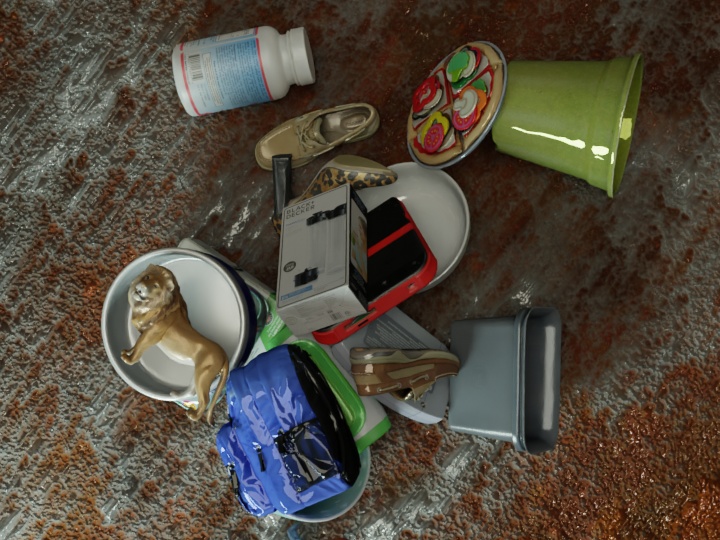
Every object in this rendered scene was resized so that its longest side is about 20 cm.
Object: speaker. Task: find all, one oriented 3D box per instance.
[{"bbox_3d":[-0.044,0.162,1.479,0.088,0.088,0.201,-38,85,3],"label":"speaker"}]

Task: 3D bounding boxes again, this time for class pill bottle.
[{"bbox_3d":[-0.172,-0.302,1.562,0.197,0.109,0.110,-10,87,6],"label":"pill bottle"}]

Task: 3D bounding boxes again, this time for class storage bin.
[{"bbox_3d":[0.206,0.151,1.502,0.133,0.145,0.203,1,88,33],"label":"storage bin"}]

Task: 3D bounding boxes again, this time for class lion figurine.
[{"bbox_3d":[-0.228,0.095,1.340,0.200,0.072,0.123,41,86,-7],"label":"lion figurine"}]

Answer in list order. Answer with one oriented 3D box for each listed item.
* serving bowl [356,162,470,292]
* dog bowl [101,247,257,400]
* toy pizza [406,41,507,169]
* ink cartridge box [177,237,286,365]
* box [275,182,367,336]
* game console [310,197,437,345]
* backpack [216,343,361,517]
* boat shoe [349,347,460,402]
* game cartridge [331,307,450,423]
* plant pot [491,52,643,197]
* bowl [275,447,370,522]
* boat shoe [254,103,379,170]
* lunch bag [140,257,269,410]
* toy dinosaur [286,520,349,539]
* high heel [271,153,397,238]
[{"bbox_3d":[0.071,-0.054,1.535,0.198,0.066,0.203,-7,70,20],"label":"serving bowl"},{"bbox_3d":[-0.242,0.071,1.409,0.197,0.079,0.203,0,88,8],"label":"dog bowl"},{"bbox_3d":[0.130,-0.241,1.499,0.032,0.200,0.202,25,91,-34],"label":"toy pizza"},{"bbox_3d":[-0.210,0.064,1.564,0.199,0.083,0.147,34,92,6],"label":"ink cartridge box"},{"bbox_3d":[-0.052,-0.017,1.448,0.116,0.060,0.201,-19,43,20],"label":"box"},{"bbox_3d":[0.000,0.000,1.464,0.199,0.177,0.031,-33,130,5],"label":"game console"},{"bbox_3d":[-0.104,0.206,1.361,0.166,0.163,0.202,-22,86,-3],"label":"backpack"},{"bbox_3d":[0.060,0.142,1.421,0.075,0.199,0.073,-6,81,47],"label":"boat shoe"},{"bbox_3d":[0.049,0.125,1.487,0.199,0.134,0.040,39,135,-20],"label":"game cartridge"},{"bbox_3d":[0.289,-0.218,1.483,0.182,0.200,0.203,12,89,18],"label":"plant pot"},{"bbox_3d":[-0.095,0.274,1.510,0.199,0.105,0.203,14,58,-23],"label":"bowl"},{"bbox_3d":[-0.068,-0.206,1.568,0.198,0.065,0.073,-17,86,6],"label":"boat shoe"},{"bbox_3d":[-0.232,0.083,1.486,0.159,0.077,0.201,30,93,8],"label":"lunch bag"},{"bbox_3d":[-0.094,0.434,1.512,0.180,0.200,0.106,-23,103,36],"label":"toy dinosaur"},{"bbox_3d":[-0.038,-0.095,1.543,0.198,0.071,0.144,6,111,19],"label":"high heel"}]
